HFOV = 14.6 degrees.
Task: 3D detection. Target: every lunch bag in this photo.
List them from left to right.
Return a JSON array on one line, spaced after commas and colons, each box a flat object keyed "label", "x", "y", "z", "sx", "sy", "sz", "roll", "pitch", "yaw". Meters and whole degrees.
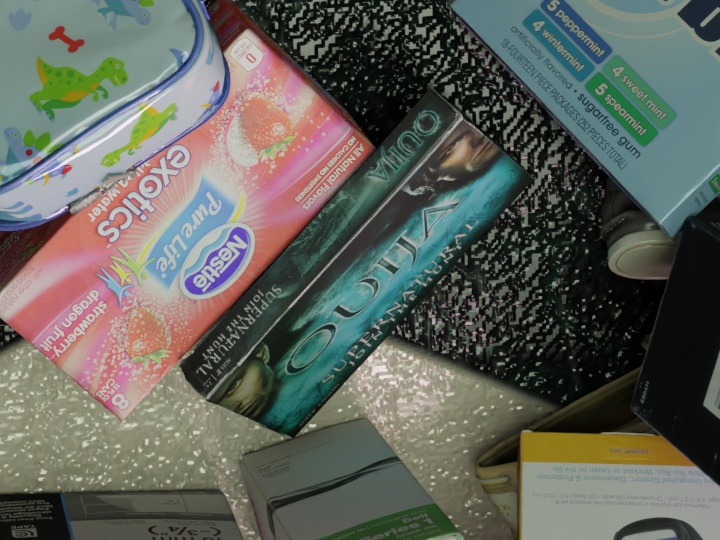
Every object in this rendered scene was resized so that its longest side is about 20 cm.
[{"label": "lunch bag", "x": -0.167, "y": -0.132, "z": 1.408, "sx": 0.160, "sy": 0.082, "sz": 0.200, "roll": -34, "pitch": 71, "yaw": -2}]

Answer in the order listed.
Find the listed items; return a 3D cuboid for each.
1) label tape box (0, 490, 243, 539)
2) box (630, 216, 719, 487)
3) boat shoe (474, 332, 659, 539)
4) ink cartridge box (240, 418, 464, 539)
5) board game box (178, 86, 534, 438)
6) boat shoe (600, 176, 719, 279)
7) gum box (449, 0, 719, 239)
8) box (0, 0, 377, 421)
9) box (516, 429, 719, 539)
[{"label": "label tape box", "x": -0.128, "y": 0.178, "z": 1.485, "sx": 0.144, "sy": 0.200, "sz": 0.064, "roll": -1, "pitch": 105, "yaw": -11}, {"label": "box", "x": 0.284, "y": 0.069, "z": 1.461, "sx": 0.198, "sy": 0.200, "sz": 0.124, "roll": 3, "pitch": 113, "yaw": -29}, {"label": "boat shoe", "x": 0.159, "y": 0.082, "z": 1.581, "sx": 0.200, "sy": 0.073, "sz": 0.063, "roll": -36, "pitch": 112, "yaw": 1}, {"label": "ink cartridge box", "x": 0.008, "y": 0.182, "z": 1.514, "sx": 0.084, "sy": 0.200, "sz": 0.147, "roll": -18, "pitch": 109, "yaw": -8}, {"label": "board game box", "x": 0.000, "y": 0.000, "z": 1.504, "sx": 0.200, "sy": 0.135, "sz": 0.028, "roll": -48, "pitch": 68, "yaw": 5}, {"label": "boat shoe", "x": 0.230, "y": -0.026, "z": 1.570, "sx": 0.199, "sy": 0.067, "sz": 0.057, "roll": 4, "pitch": 64, "yaw": -16}, {"label": "gum box", "x": 0.177, "y": -0.147, "z": 1.490, "sx": 0.200, "sy": 0.045, "sz": 0.170, "roll": -44, "pitch": 72, "yaw": 3}, {"label": "box", "x": -0.099, "y": -0.033, "z": 1.487, "sx": 0.200, "sy": 0.095, "sz": 0.103, "roll": -46, "pitch": 109, "yaw": 4}, {"label": "box", "x": 0.142, "y": 0.187, "z": 1.504, "sx": 0.119, "sy": 0.041, "sz": 0.201, "roll": 2, "pitch": 71, "yaw": 1}]
